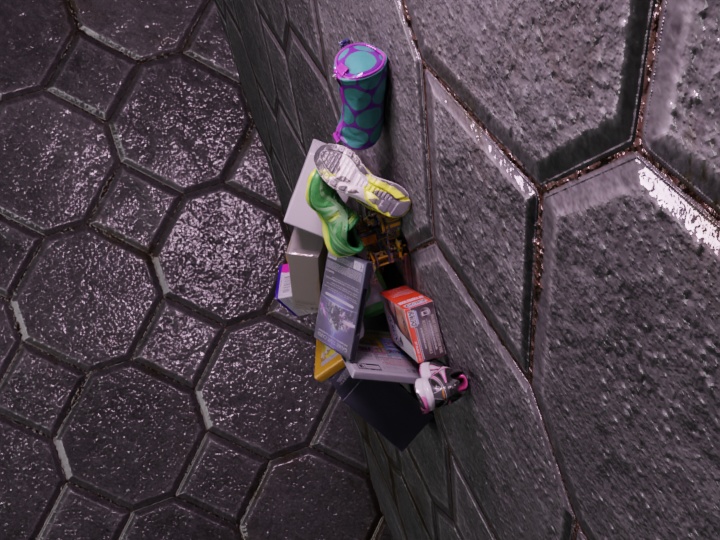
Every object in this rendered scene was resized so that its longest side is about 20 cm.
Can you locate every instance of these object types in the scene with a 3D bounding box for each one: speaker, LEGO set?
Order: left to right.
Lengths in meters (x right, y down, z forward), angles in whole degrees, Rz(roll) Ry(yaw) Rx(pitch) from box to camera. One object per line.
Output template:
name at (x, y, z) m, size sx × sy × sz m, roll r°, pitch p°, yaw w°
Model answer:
speaker at (0.000, 0.000, 1.640) m, size 0.088 × 0.088 × 0.201 m, roll 111°, pitch 138°, yaw -75°
LEGO set at (0.005, -0.086, 1.524) m, size 0.154 × 0.115 × 0.200 m, roll 82°, pitch 166°, yaw -46°

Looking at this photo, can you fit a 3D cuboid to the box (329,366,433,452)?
box at (0.044, 0.302, 1.797) m, size 0.197 × 0.118 × 0.200 m, roll 43°, pitch 176°, yaw -13°

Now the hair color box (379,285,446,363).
hair color box at (0.101, 0.103, 1.501) m, size 0.200 × 0.064 × 0.111 m, roll -153°, pitch 47°, yaw -75°

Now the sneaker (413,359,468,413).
sneaker at (0.155, 0.209, 1.363) m, size 0.200 × 0.086 × 0.081 m, roll -46°, pitch -59°, yaw -77°

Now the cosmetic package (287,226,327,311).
cosmetic package at (-0.113, -0.008, 1.677) m, size 0.200 × 0.073 × 0.104 m, roll 91°, pitch -171°, yaw -53°

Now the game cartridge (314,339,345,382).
game cartridge at (-0.042, 0.158, 1.861) m, size 0.200 × 0.032 × 0.177 m, roll -40°, pitch 35°, yaw 37°

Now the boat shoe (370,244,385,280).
boat shoe at (0.024, 0.010, 1.756) m, size 0.066 × 0.074 × 0.200 m, roll -70°, pitch -19°, yaw -54°

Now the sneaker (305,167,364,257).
sneaker at (-0.042, -0.113, 1.425) m, size 0.074 × 0.083 × 0.201 m, roll -59°, pitch -41°, yaw -40°

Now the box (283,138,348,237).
box at (-0.079, -0.173, 1.566) m, size 0.200 × 0.106 × 0.153 m, roll -92°, pitch 23°, yaw -72°

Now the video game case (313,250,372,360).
video game case at (-0.038, 0.063, 1.515) m, size 0.143 × 0.019 × 0.201 m, roll 25°, pitch 109°, yaw 52°

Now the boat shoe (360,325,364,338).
boat shoe at (-0.045, 0.079, 1.605) m, size 0.200 × 0.068 × 0.057 m, roll -119°, pitch 12°, yaw -55°

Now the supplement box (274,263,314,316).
supplement box at (-0.097, 0.033, 1.854) m, size 0.103 × 0.199 × 0.102 m, roll 46°, pitch -140°, yaw -47°

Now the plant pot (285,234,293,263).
plant pot at (-0.081, -0.084, 1.894) m, size 0.200 × 0.199 × 0.143 m, roll 87°, pitch -173°, yaw -58°

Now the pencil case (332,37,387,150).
pencil case at (-0.003, -0.292, 1.273) m, size 0.200 × 0.092 × 0.085 m, roll 89°, pitch 160°, yaw -63°

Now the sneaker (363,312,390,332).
sneaker at (0.004, 0.110, 1.698) m, size 0.200 × 0.106 × 0.075 m, roll 43°, pitch 167°, yaw 3°

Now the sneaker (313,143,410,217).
sneaker at (-0.001, -0.154, 1.367) m, size 0.200 × 0.075 × 0.085 m, roll 36°, pitch 175°, yaw 4°

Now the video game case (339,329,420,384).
video game case at (0.048, 0.178, 1.579) m, size 0.182 × 0.199 × 0.022 m, roll -124°, pitch 47°, yaw -58°
